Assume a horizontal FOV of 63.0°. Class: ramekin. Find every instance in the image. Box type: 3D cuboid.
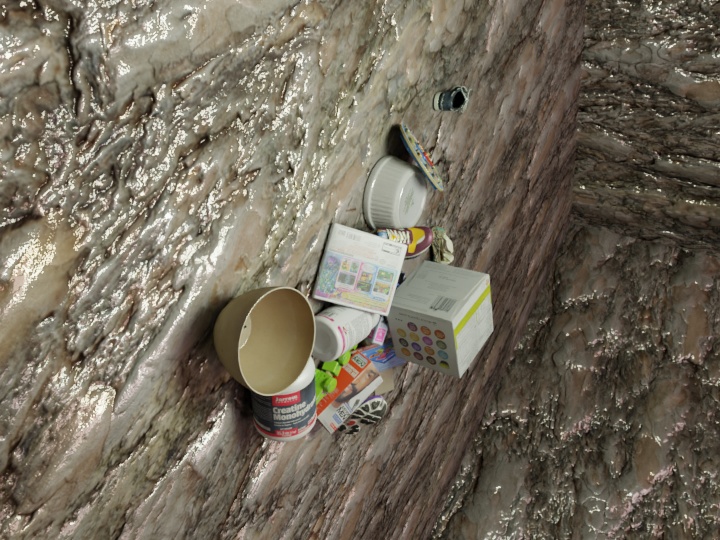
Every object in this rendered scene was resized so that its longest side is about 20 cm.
[{"bbox_3d":[0.097,-0.192,1.531,0.202,0.094,0.203,-39,138,-47],"label":"ramekin"}]

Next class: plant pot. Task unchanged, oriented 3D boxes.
[{"bbox_3d":[-0.200,0.123,1.114,0.200,0.134,0.201,-13,106,-52],"label":"plant pot"}]

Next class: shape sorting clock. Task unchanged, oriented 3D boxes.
[{"bbox_3d":[0.160,-0.292,1.517,0.039,0.200,0.200,-34,154,12],"label":"shape sorting clock"}]

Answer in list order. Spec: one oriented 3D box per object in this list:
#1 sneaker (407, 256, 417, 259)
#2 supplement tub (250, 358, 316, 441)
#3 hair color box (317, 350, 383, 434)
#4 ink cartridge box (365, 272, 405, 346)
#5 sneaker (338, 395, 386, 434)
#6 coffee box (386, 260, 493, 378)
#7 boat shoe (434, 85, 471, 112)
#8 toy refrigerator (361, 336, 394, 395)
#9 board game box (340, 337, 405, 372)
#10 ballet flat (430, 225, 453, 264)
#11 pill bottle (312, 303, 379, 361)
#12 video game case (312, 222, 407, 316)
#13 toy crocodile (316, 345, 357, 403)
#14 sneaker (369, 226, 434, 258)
[{"bbox_3d":[0.137,-0.063,1.694,0.200,0.078,0.076,7,100,-62],"label":"sneaker"},{"bbox_3d":[-0.166,0.251,1.260,0.140,0.140,0.201,-38,137,-47],"label":"supplement tub"},{"bbox_3d":[-0.042,0.320,1.545,0.200,0.064,0.111,-45,140,-15],"label":"hair color box"},{"bbox_3d":[0.045,0.090,1.576,0.042,0.119,0.201,23,86,-32],"label":"ink cartridge box"},{"bbox_3d":[-0.004,0.385,1.634,0.080,0.200,0.084,27,46,-25],"label":"sneaker"},{"bbox_3d":[0.210,0.123,1.536,0.200,0.199,0.198,-45,135,-37],"label":"coffee box"},{"bbox_3d":[0.282,-0.502,1.720,0.200,0.062,0.075,-26,126,-55],"label":"boat shoe"},{"bbox_3d":[0.053,0.263,1.707,0.070,0.076,0.201,-18,129,-13],"label":"toy refrigerator"},{"bbox_3d":[0.031,0.245,1.621,0.199,0.019,0.103,-16,130,-15],"label":"board game box"},{"bbox_3d":[0.271,-0.064,1.941,0.068,0.075,0.200,-54,148,-32],"label":"ballet flat"},{"bbox_3d":[-0.041,0.135,1.448,0.200,0.113,0.114,-28,129,-53],"label":"pill bottle"},{"bbox_3d":[0.000,0.000,1.410,0.199,0.024,0.183,15,91,-22],"label":"video game case"},{"bbox_3d":[-0.076,0.254,1.503,0.200,0.067,0.062,-60,150,-22],"label":"toy crocodile"},{"bbox_3d":[0.084,-0.072,1.477,0.090,0.199,0.075,42,35,-63],"label":"sneaker"}]
